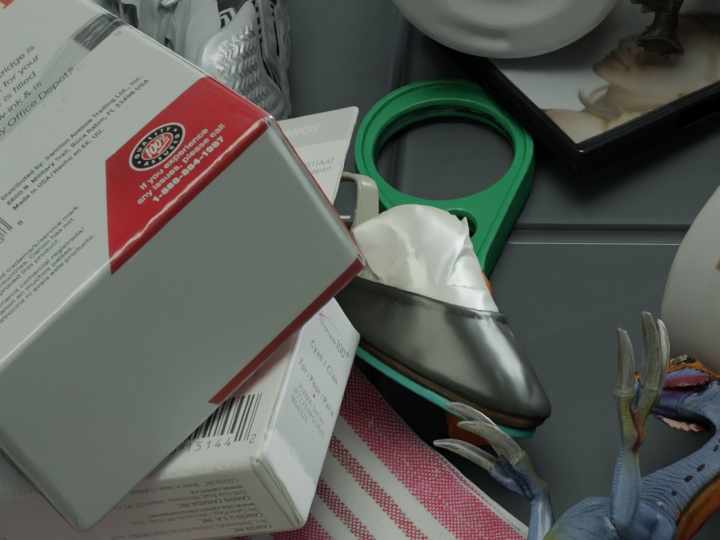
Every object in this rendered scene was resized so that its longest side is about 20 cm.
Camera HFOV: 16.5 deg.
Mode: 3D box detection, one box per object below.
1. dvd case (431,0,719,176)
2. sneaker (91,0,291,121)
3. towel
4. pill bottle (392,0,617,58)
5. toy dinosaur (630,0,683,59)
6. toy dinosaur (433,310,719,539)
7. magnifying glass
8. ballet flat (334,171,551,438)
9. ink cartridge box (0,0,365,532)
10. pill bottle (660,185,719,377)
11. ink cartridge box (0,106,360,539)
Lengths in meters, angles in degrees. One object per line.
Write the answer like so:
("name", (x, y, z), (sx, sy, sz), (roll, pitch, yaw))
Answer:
("dvd case", (0.137, -0.122, 1.136), (0.199, 0.018, 0.143), (-24, 49, -23))
("sneaker", (-0.091, -0.100, 1.094), (0.114, 0.076, 0.200), (-10, 25, 3))
("towel", (-0.045, 0.120, 0.933), (0.199, 0.030, 0.146), (-32, 51, -22))
("pill bottle", (0.069, -0.197, 1.121), (0.110, 0.112, 0.201), (1, 42, 7))
("toy dinosaur", (0.148, -0.156, 1.066), (0.076, 0.200, 0.103), (-6, 63, 32))
("toy dinosaur", (0.074, 0.108, 0.888), (0.180, 0.202, 0.105), (-16, 16, -27))
("magnifying glass", (0.041, -0.008, 1.052), (0.079, 0.022, 0.201), (-6, 45, 0))
("ballet flat", (0.000, 0.000, 0.986), (0.199, 0.069, 0.068), (25, 11, 37))
("ink cartridge box", (-0.116, -0.017, 0.928), (0.144, 0.084, 0.200), (-43, 40, -10))
("pill bottle", (0.219, 0.039, 0.922), (0.114, 0.115, 0.200), (-37, 54, -26))
("ink cartridge box", (-0.095, 0.028, 0.968), (0.199, 0.045, 0.177), (-9, 44, 27))
